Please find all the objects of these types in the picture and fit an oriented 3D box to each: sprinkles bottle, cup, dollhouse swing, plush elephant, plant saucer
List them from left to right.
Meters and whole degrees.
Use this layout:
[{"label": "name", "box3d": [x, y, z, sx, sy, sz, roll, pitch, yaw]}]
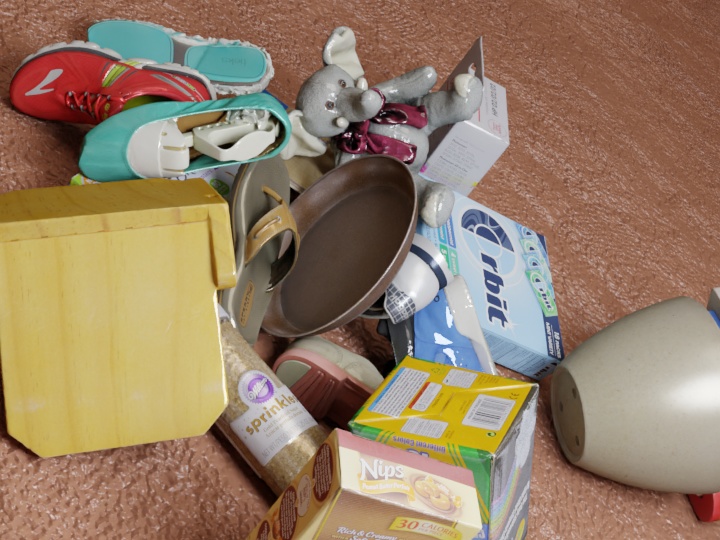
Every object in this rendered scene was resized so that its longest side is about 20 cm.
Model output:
[{"label": "dollhouse swing", "box3d": [-0.206, 0.031, 1.049, 0.198, 0.178, 0.182, -7, 15, -14]}, {"label": "sprinkles bottle", "box3d": [-0.090, 0.114, 1.090, 0.200, 0.068, 0.068, 48, 36, 13]}, {"label": "plant saucer", "box3d": [-0.020, -0.018, 1.206, 0.032, 0.199, 0.201, 41, 28, -35]}, {"label": "plush elephant", "box3d": [0.003, -0.154, 1.320, 0.199, 0.166, 0.154, 12, -13, 42]}, {"label": "cup", "box3d": [0.275, 0.136, 1.320, 0.142, 0.201, 0.202, -8, 49, -10]}]

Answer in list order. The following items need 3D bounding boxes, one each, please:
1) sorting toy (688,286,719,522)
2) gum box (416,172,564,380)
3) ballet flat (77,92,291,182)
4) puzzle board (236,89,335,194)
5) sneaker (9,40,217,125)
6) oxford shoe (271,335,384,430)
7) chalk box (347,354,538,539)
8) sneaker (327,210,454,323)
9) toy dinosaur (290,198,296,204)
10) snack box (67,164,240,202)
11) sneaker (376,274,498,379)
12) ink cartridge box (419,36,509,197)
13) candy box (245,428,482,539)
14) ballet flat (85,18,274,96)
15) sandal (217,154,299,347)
[{"label": "sorting toy", "box3d": [0.377, 0.159, 1.374, 0.069, 0.201, 0.200, -8, 44, -9]}, {"label": "gum box", "box3d": [0.126, 0.007, 1.382, 0.199, 0.044, 0.171, 24, 46, -34]}, {"label": "ballet flat", "box3d": [-0.149, -0.116, 1.153, 0.198, 0.068, 0.070, -16, 29, -24]}, {"label": "puzzle board", "box3d": [-0.078, -0.133, 1.389, 0.150, 0.017, 0.200, 35, 20, -3]}, {"label": "sneaker", "box3d": [-0.233, -0.161, 1.209, 0.198, 0.078, 0.085, 4, 33, 1]}, {"label": "oxford shoe", "box3d": [0.017, 0.120, 1.181, 0.199, 0.071, 0.074, 37, 32, -3]}, {"label": "chalk box", "box3d": [0.066, 0.194, 1.067, 0.123, 0.202, 0.124, 11, 26, 20]}, {"label": "sneaker", "box3d": [0.000, 0.000, 1.243, 0.081, 0.199, 0.077, -47, 118, -19]}, {"label": "toy dinosaur", "box3d": [0.006, -0.049, 1.385, 0.199, 0.048, 0.089, 28, 42, -9]}, {"label": "snack box", "box3d": [-0.173, -0.063, 1.228, 0.142, 0.053, 0.200, 39, 34, 3]}, {"label": "sneaker", "box3d": [0.080, 0.115, 1.251, 0.077, 0.110, 0.202, -88, 158, -79]}, {"label": "ink cartridge box", "box3d": [0.105, -0.145, 1.442, 0.067, 0.200, 0.116, 25, 37, -17]}, {"label": "candy box", "box3d": [-0.015, 0.206, 0.939, 0.115, 0.200, 0.056, 19, 39, -23]}, {"label": "ballet flat", "box3d": [-0.190, -0.214, 1.369, 0.198, 0.072, 0.072, 10, 40, -6]}, {"label": "sandal", "box3d": [-0.087, -0.019, 1.190, 0.080, 0.053, 0.202, 47, 45, -49]}]
